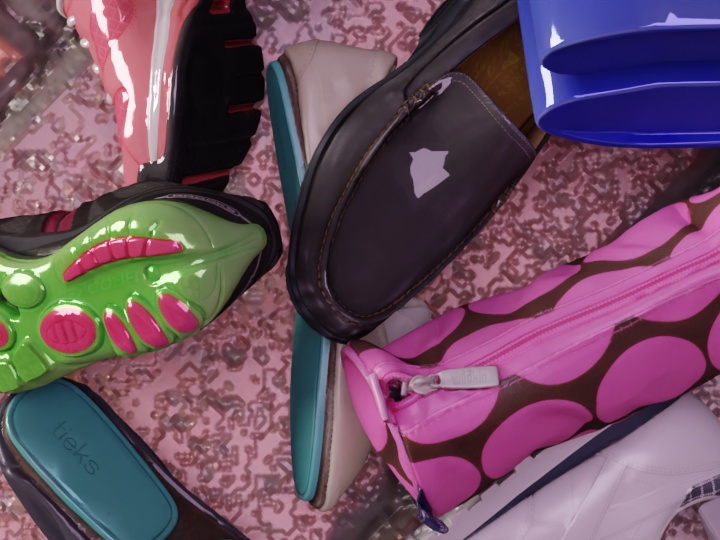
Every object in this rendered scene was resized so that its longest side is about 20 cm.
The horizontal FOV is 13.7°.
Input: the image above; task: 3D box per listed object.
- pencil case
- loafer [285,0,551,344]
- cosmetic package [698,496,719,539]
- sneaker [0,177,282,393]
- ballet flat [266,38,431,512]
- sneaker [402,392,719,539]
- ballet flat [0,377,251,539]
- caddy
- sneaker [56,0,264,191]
[{"bbox_3d":[0.094,0.024,1.192,0.199,0.094,0.091,-28,63,-4],"label":"pencil case"},{"bbox_3d":[0.038,-0.056,1.227,0.073,0.072,0.200,42,62,-22],"label":"loafer"},{"bbox_3d":[0.251,0.112,1.229,0.199,0.071,0.102,-22,116,-2],"label":"cosmetic package"},{"bbox_3d":[-0.110,0.005,1.231,0.200,0.084,0.077,-3,102,42],"label":"sneaker"},{"bbox_3d":[0.000,0.000,1.267,0.069,0.069,0.201,-4,85,0],"label":"ballet flat"},{"bbox_3d":[0.070,0.121,1.251,0.200,0.076,0.081,-35,95,-1],"label":"sneaker"},{"bbox_3d":[-0.081,0.128,1.247,0.073,0.073,0.200,-42,75,-3],"label":"ballet flat"},{"bbox_3d":[0.146,-0.118,1.160,0.199,0.141,0.105,-1,71,1],"label":"caddy"},{"bbox_3d":[-0.095,-0.116,1.284,0.086,0.074,0.201,-1,91,29],"label":"sneaker"}]
